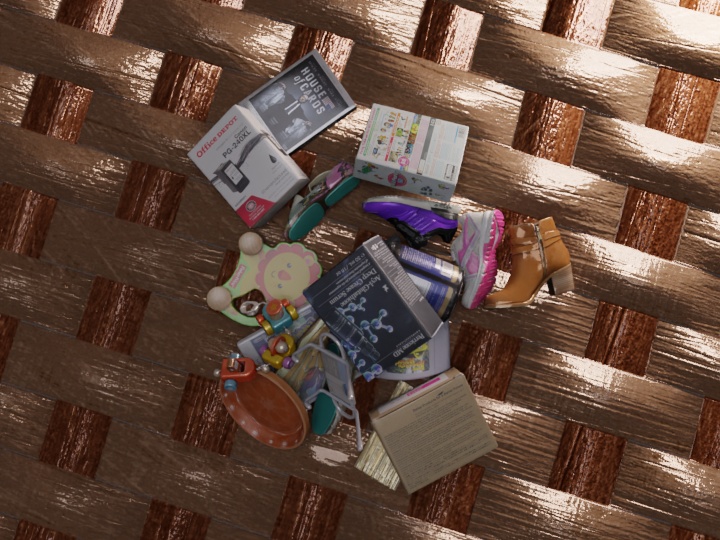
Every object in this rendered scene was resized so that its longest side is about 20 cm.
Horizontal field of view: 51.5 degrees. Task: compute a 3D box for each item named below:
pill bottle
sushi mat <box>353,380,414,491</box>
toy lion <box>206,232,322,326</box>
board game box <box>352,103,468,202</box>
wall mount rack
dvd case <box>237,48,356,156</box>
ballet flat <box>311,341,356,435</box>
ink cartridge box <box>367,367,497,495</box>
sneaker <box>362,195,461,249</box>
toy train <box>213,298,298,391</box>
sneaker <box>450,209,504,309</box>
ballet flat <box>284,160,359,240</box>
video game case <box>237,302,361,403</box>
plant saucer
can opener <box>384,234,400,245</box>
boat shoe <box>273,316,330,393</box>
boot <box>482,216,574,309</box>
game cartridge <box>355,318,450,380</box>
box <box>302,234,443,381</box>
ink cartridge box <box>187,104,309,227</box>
[{"bbox_3d":[0.088,0.013,1.415,0.199,0.112,0.113,22,87,-1],"label":"pill bottle"},{"bbox_3d":[0.072,0.327,1.483,0.095,0.012,0.201,28,88,3],"label":"sushi mat"},{"bbox_3d":[-0.180,0.026,1.495,0.191,0.069,0.201,31,88,-3],"label":"toy lion"},{"bbox_3d":[0.100,-0.233,1.467,0.199,0.064,0.148,16,61,2],"label":"board game box"},{"bbox_3d":[-0.042,0.216,1.318,0.074,0.173,0.201,-33,129,-31],"label":"wall mount rack"},{"bbox_3d":[-0.130,-0.337,1.530,0.199,0.025,0.151,-35,86,1],"label":"dvd case"},{"bbox_3d":[-0.041,0.229,1.449,0.071,0.072,0.201,14,104,3],"label":"ballet flat"},{"bbox_3d":[0.137,0.305,1.433,0.199,0.075,0.166,-26,96,-3],"label":"ink cartridge box"},{"bbox_3d":[0.098,-0.092,1.471,0.199,0.070,0.100,7,93,-7],"label":"sneaker"},{"bbox_3d":[-0.192,0.123,1.377,0.149,0.056,0.201,-1,51,10],"label":"toy train"},{"bbox_3d":[0.221,-0.025,1.471,0.088,0.081,0.202,13,97,30],"label":"sneaker"},{"bbox_3d":[-0.089,-0.144,1.500,0.200,0.069,0.071,-44,61,-8],"label":"ballet flat"},{"bbox_3d":[-0.112,0.170,1.467,0.199,0.023,0.183,-29,106,0],"label":"video game case"},{"bbox_3d":[-0.182,0.257,1.432,0.200,0.201,0.032,39,46,5],"label":"plant saucer"},{"bbox_3d":[0.000,0.000,1.494,0.199,0.067,0.054,-32,85,-13],"label":"can opener"},{"bbox_3d":[-0.089,0.160,1.415,0.076,0.072,0.200,39,107,6],"label":"boat shoe"},{"bbox_3d":[0.313,-0.012,1.463,0.199,0.074,0.156,-17,91,-13],"label":"boot"},{"bbox_3d":[0.084,0.144,1.444,0.199,0.041,0.134,0,90,-23],"label":"game cartridge"},{"bbox_3d":[0.023,0.065,1.322,0.148,0.107,0.200,-38,89,21],"label":"box"},{"bbox_3d":[-0.223,-0.206,1.484,0.145,0.083,0.200,-43,86,12],"label":"ink cartridge box"}]
